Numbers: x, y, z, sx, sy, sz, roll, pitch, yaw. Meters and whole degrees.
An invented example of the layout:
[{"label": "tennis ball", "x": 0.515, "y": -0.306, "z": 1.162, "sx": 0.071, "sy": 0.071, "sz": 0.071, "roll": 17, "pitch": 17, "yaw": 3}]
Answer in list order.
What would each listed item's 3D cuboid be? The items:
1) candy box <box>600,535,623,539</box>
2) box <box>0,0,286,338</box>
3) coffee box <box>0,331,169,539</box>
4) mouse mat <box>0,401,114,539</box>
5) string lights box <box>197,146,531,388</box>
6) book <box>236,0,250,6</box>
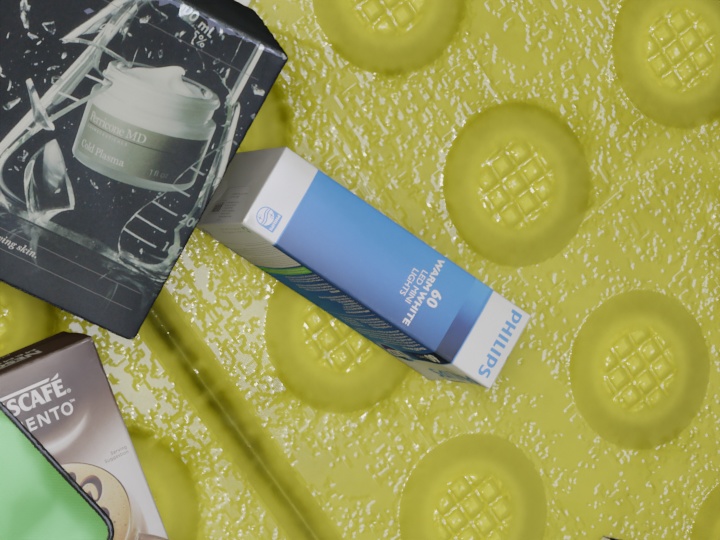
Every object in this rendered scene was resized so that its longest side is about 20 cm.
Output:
[{"label": "candy box", "x": 0.169, "y": 0.303, "z": 1.574, "sx": 0.136, "sy": 0.061, "sz": 0.200, "roll": 41, "pitch": 76, "yaw": -17}, {"label": "box", "x": -0.182, "y": -0.099, "z": 1.355, "sx": 0.199, "sy": 0.124, "sz": 0.197, "roll": 25, "pitch": 101, "yaw": -20}, {"label": "coffee box", "x": -0.190, "y": 0.150, "z": 1.417, "sx": 0.113, "sy": 0.080, "sz": 0.201, "roll": -23, "pitch": 99, "yaw": -18}, {"label": "mouse mat", "x": -0.264, "y": 0.139, "z": 1.349, "sx": 0.161, "sy": 0.008, "sz": 0.200, "roll": -42, "pitch": 102, "yaw": -5}, {"label": "string lights box", "x": 0.000, "y": 0.000, "z": 1.477, "sx": 0.200, "sy": 0.103, "sz": 0.059, "roll": 34, "pitch": 79, "yaw": -19}, {"label": "book", "x": -0.112, "y": -0.234, "z": 1.462, "sx": 0.133, "sy": 0.048, "sz": 0.201, "roll": 30, "pitch": 77, "yaw": -21}]
